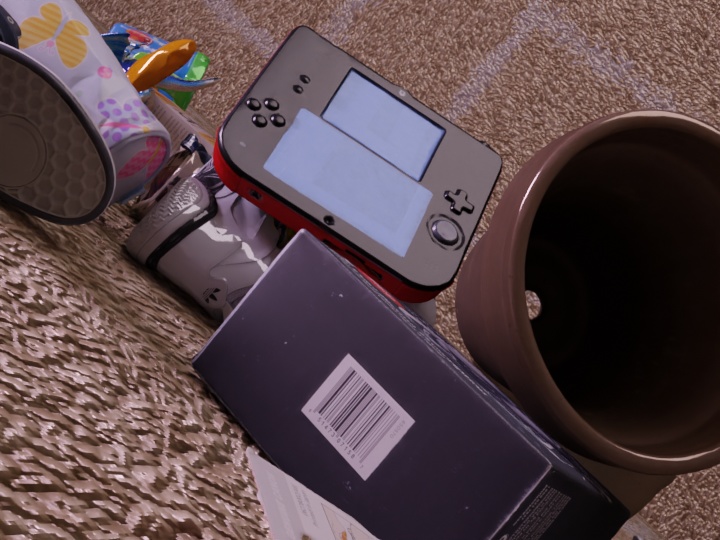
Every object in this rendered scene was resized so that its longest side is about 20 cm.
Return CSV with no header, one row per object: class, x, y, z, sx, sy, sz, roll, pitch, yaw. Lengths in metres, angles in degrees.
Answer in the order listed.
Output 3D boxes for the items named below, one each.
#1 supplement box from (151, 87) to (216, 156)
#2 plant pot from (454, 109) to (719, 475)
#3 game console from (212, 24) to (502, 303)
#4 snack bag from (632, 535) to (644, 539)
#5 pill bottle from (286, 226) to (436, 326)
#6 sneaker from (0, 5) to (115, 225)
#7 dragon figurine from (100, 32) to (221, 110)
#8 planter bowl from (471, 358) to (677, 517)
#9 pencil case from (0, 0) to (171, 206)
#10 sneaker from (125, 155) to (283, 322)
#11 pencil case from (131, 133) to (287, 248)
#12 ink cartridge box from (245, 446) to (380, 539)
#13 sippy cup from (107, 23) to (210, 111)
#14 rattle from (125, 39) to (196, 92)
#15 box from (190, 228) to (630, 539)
supplement box,-0.175,-0.108,1.227,0.199,0.074,0.126,41,3,8
plant pot,0.144,0.017,0.699,0.200,0.201,0.174,40,-15,-11
game console,0.002,-0.083,0.837,0.198,0.178,0.031,33,-38,-5
snack bag,0.239,0.278,0.723,0.188,0.021,0.202,40,25,-54
pill bottle,0.000,0.000,0.875,0.112,0.111,0.203,36,40,-50
sneaker,-0.217,-0.108,0.687,0.202,0.077,0.146,40,6,-2
dragon figurine,-0.249,-0.210,1.147,0.059,0.196,0.101,-4,82,-82
planter bowl,0.153,0.159,0.977,0.200,0.135,0.200,41,3,-2
pencil case,-0.217,-0.139,0.797,0.201,0.083,0.091,52,-31,13
sneaker,-0.086,-0.031,0.841,0.115,0.075,0.200,47,33,-8
pencil case,-0.091,-0.025,0.951,0.199,0.090,0.078,40,-27,-15
ink cartridge box,0.035,0.162,0.389,0.199,0.050,0.161,36,5,-21
sippy cup,-0.280,-0.246,1.453,0.129,0.178,0.141,29,50,-13
rattle,-0.255,-0.192,0.901,0.200,0.143,0.130,48,23,14
box,0.033,0.098,0.649,0.200,0.104,0.182,43,3,31
